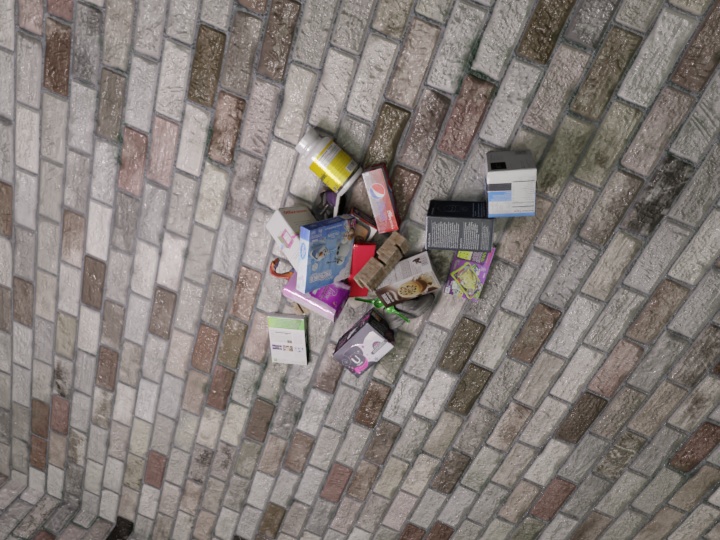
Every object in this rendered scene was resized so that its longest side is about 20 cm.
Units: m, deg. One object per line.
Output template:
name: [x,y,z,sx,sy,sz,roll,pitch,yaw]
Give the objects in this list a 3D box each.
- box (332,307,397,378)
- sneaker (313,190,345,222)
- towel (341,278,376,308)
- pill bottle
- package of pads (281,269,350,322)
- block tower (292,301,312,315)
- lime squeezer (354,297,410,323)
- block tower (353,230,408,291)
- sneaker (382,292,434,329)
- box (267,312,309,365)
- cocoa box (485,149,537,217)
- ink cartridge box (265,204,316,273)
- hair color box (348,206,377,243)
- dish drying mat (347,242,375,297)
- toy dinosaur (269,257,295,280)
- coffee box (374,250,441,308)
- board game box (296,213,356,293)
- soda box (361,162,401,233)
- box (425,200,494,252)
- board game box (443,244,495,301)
box: [0.018,0.256,1.880,0.132,0.115,0.200,41,117,-9]
sneaker: [-0.109,-0.158,1.689,0.086,0.203,0.076,7,157,15]
towel: [-0.012,0.037,1.782,0.131,0.035,0.201,-28,129,11]
pill bottle: [-0.098,-0.331,1.626,0.200,0.112,0.111,42,117,-8]
package of pads: [-0.140,0.067,1.712,0.198,0.122,0.076,27,157,8]
block tower: [-0.150,0.106,1.844,0.198,0.058,0.055,-14,115,38]
lime squeezer: [0.080,0.119,1.790,0.197,0.071,0.038,23,92,7]
block tower: [0.069,-0.025,1.681,0.200,0.058,0.054,-48,143,-8]
sneaker: [0.158,0.121,1.810,0.198,0.076,0.092,-31,97,21]
box: [-0.266,0.255,1.990,0.141,0.036,0.203,4,117,11]
cocoa box: [0.416,-0.244,1.499,0.131,0.201,0.133,-1,116,12]
ink cartridge box: [-0.184,-0.102,1.697,0.085,0.144,0.201,-45,73,32]
hair color box: [-0.037,-0.094,1.748,0.100,0.062,0.201,29,118,-12]
dish drying mat: [0.000,0.000,1.723,0.075,0.018,0.203,-3,125,-18]
toy dinosaur: [-0.208,0.007,1.797,0.178,0.200,0.107,-2,107,-24]
coffee box: [0.146,0.031,1.724,0.197,0.081,0.113,-22,141,13]
board game box: [-0.101,-0.052,1.604,0.043,0.198,0.202,26,121,34]
soda box: [0.067,-0.223,1.667,0.069,0.064,0.203,-10,113,18]
box: [0.297,-0.135,1.608,0.196,0.149,0.109,4,116,11]
board game box: [0.350,-0.003,1.729,0.118,0.032,0.203,18,119,9]
